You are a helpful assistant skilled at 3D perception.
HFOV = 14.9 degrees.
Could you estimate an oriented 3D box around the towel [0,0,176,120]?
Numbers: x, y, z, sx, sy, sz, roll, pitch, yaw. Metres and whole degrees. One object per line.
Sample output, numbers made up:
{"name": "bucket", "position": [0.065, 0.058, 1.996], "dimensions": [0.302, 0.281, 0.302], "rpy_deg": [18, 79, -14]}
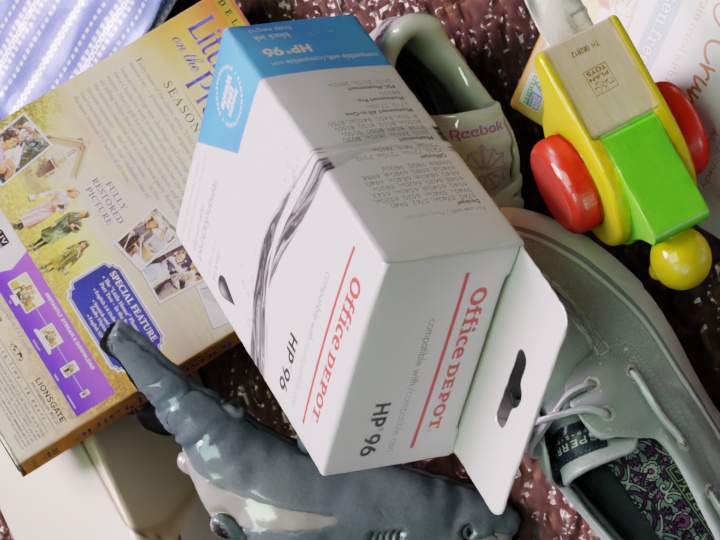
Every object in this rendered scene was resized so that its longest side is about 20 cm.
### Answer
{"name": "towel", "position": [-0.174, -0.162, 1.333], "dimensions": [0.200, 0.024, 0.145], "rpy_deg": [46, 118, 22]}

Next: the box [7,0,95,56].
{"name": "box", "position": [-0.169, -0.213, 1.363], "dimensions": [0.200, 0.041, 0.119], "rpy_deg": [44, 115, 21]}

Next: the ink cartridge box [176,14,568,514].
{"name": "ink cartridge box", "position": [0.000, 0.000, 1.136], "dimensions": [0.200, 0.067, 0.116], "rpy_deg": [55, 142, 40]}

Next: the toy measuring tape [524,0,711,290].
{"name": "toy measuring tape", "position": [0.088, -0.079, 1.131], "dimensions": [0.073, 0.073, 0.201], "rpy_deg": [-34, 79, 30]}

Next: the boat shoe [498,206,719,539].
{"name": "boat shoe", "position": [0.104, 0.063, 1.134], "dimensions": [0.070, 0.072, 0.201], "rpy_deg": [-35, 98, 31]}

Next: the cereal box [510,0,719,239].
{"name": "cereal box", "position": [0.172, -0.084, 1.140], "dimensions": [0.200, 0.039, 0.145], "rpy_deg": [34, 112, 28]}

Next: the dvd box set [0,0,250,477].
{"name": "dvd box set", "position": [-0.107, -0.020, 1.261], "dimensions": [0.199, 0.029, 0.147], "rpy_deg": [-32, 77, -10]}

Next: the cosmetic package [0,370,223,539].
{"name": "cosmetic package", "position": [-0.128, 0.070, 1.313], "dimensions": [0.073, 0.103, 0.201], "rpy_deg": [-36, 74, 30]}

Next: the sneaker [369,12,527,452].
{"name": "sneaker", "position": [0.037, -0.017, 1.195], "dimensions": [0.201, 0.075, 0.100], "rpy_deg": [69, 157, 10]}

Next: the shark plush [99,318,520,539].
{"name": "shark plush", "position": [-0.029, 0.082, 1.233], "dimensions": [0.200, 0.091, 0.083], "rpy_deg": [40, 107, -1]}
